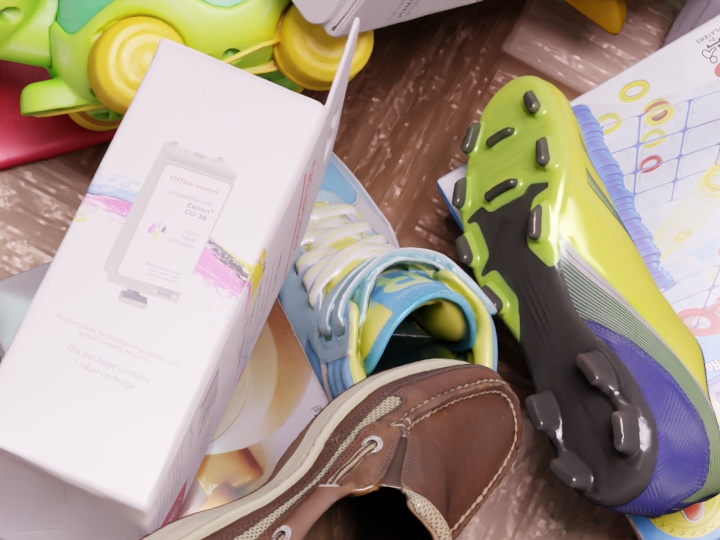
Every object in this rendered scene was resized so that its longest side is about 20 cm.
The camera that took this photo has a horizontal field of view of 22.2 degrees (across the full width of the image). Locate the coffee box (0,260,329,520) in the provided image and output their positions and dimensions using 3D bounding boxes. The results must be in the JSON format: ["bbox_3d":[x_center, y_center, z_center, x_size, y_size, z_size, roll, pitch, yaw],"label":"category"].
[{"bbox_3d":[-0.065,0.087,0.735,0.114,0.080,0.200,-21,72,-17],"label":"coffee box"}]

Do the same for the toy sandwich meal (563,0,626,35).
[{"bbox_3d":[0.098,-0.200,0.872,0.204,0.070,0.206,7,59,-12],"label":"toy sandwich meal"}]

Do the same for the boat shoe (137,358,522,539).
[{"bbox_3d":[0.004,0.092,0.618,0.202,0.075,0.075,-34,116,-42],"label":"boat shoe"}]

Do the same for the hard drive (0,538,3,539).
[{"bbox_3d":[-0.204,0.115,0.693,0.132,0.027,0.200,-31,67,-36],"label":"hard drive"}]

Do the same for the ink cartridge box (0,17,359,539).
[{"bbox_3d":[-0.067,0.002,0.663,0.067,0.117,0.200,22,65,2],"label":"ink cartridge box"}]

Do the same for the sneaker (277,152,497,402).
[{"bbox_3d":[0.000,0.000,0.762,0.079,0.131,0.200,-21,72,-18],"label":"sneaker"}]

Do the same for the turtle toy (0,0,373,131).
[{"bbox_3d":[-0.090,-0.113,0.758,0.199,0.146,0.101,-9,93,-16],"label":"turtle toy"}]

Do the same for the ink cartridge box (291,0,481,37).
[{"bbox_3d":[0.038,-0.187,0.733,0.200,0.083,0.147,-20,68,-39],"label":"ink cartridge box"}]

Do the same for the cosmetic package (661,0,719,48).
[{"bbox_3d":[0.248,-0.068,0.880,0.102,0.074,0.200,-32,75,-22],"label":"cosmetic package"}]

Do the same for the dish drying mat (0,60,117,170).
[{"bbox_3d":[-0.104,-0.100,0.846,0.199,0.018,0.077,-17,72,-19],"label":"dish drying mat"}]

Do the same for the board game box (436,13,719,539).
[{"bbox_3d":[0.167,-0.001,0.798,0.200,0.056,0.196,-31,74,4],"label":"board game box"}]

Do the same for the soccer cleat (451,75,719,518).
[{"bbox_3d":[0.095,0.010,0.755,0.084,0.065,0.201,13,50,-40],"label":"soccer cleat"}]
